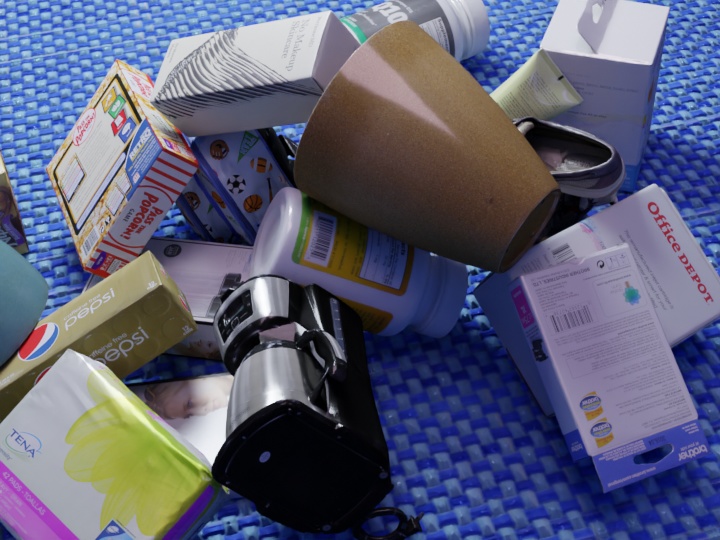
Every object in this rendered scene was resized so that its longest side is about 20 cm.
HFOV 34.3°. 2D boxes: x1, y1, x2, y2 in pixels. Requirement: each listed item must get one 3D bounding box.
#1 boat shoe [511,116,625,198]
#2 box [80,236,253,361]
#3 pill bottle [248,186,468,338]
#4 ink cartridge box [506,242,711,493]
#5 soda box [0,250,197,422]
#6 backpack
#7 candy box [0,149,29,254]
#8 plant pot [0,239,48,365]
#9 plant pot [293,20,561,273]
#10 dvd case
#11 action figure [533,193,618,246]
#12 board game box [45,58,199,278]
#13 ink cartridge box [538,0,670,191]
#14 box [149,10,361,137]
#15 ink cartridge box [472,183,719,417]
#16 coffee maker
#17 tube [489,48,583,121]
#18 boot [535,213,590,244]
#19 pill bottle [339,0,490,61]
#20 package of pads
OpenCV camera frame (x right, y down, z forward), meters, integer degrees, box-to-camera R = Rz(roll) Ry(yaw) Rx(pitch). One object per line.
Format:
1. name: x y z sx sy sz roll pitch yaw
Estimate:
1. boat shoe: 0.156 -0.118 1.129 0.199 0.065 0.072 13 71 16
2. box: -0.175 0.028 1.197 0.198 0.060 0.117 7 44 10
3. pill bottle: 0.000 0.000 1.145 0.199 0.111 0.112 18 40 -18
4. ink cartridge box: 0.219 0.086 1.030 0.119 0.042 0.201 -15 75 -21
5. soda box: -0.257 0.071 1.096 0.199 0.068 0.064 -34 38 0
6. backpack: -0.136 -0.110 1.252 0.154 0.200 0.190 -43 43 -3
7. candy box: -0.430 -0.117 1.321 0.056 0.117 0.200 -16 46 -14
8. plant pot: -0.419 0.022 1.108 0.199 0.135 0.201 -22 33 15
9. plant pot: 0.073 -0.091 1.052 0.200 0.187 0.186 38 55 16
10. dvd case: -0.181 0.158 1.090 0.198 0.018 0.143 -7 44 -4
11. action figure: 0.167 -0.098 1.186 0.192 0.105 0.200 17 39 22
12. board game box: -0.250 -0.107 1.202 0.046 0.152 0.200 24 21 -38
13. ink cartridge box: 0.273 -0.214 1.330 0.124 0.201 0.129 12 45 15
14. box: -0.100 -0.184 1.115 0.199 0.068 0.083 -4 60 33
15. ink cartridge box: 0.234 0.028 1.122 0.199 0.083 0.146 -26 79 -24
16. coffee maker: -0.047 0.125 1.037 0.134 0.193 0.201 -24 34 9
17. tube: 0.148 -0.161 1.307 0.200 0.058 0.052 -35 61 27
18. boot: 0.193 -0.043 1.265 0.096 0.075 0.200 -3 41 -27
19. pill bottle: 0.058 -0.290 1.484 0.199 0.114 0.113 -25 48 -23
20. package of pads: -0.226 0.178 0.994 0.200 0.068 0.155 35 76 25
